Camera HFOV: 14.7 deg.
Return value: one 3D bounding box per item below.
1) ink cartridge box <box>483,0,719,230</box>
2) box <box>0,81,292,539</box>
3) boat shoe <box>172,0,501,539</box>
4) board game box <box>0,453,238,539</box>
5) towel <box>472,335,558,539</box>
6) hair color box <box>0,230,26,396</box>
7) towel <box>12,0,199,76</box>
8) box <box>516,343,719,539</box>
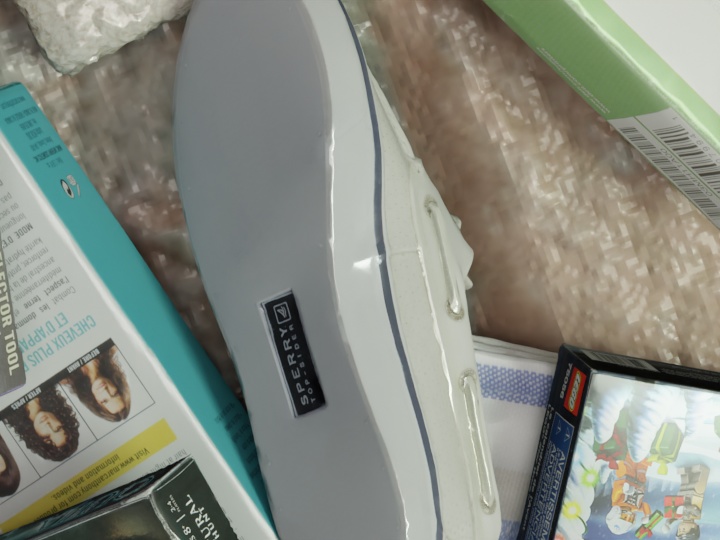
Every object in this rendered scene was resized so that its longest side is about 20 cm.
[{"bbox_3d":[0.130,-0.131,0.854,0.146,0.048,0.200,42,72,-17],"label":"ink cartridge box"},{"bbox_3d":[-0.086,0.047,0.862,0.082,0.049,0.200,-33,94,15],"label":"box"},{"bbox_3d":[0.000,0.000,0.848,0.071,0.070,0.200,-22,79,40],"label":"boat shoe"},{"bbox_3d":[-0.097,0.147,0.849,0.200,0.028,0.135,-24,98,34],"label":"board game box"},{"bbox_3d":[0.050,0.121,0.906,0.147,0.024,0.200,10,99,-6],"label":"towel"},{"bbox_3d":[-0.205,-0.006,0.821,0.200,0.065,0.110,-5,99,21],"label":"hair color box"},{"bbox_3d":[-0.036,-0.159,0.859,0.200,0.034,0.133,-28,97,2],"label":"towel"},{"bbox_3d":[0.145,0.108,0.882,0.200,0.040,0.137,10,100,-13],"label":"box"}]
